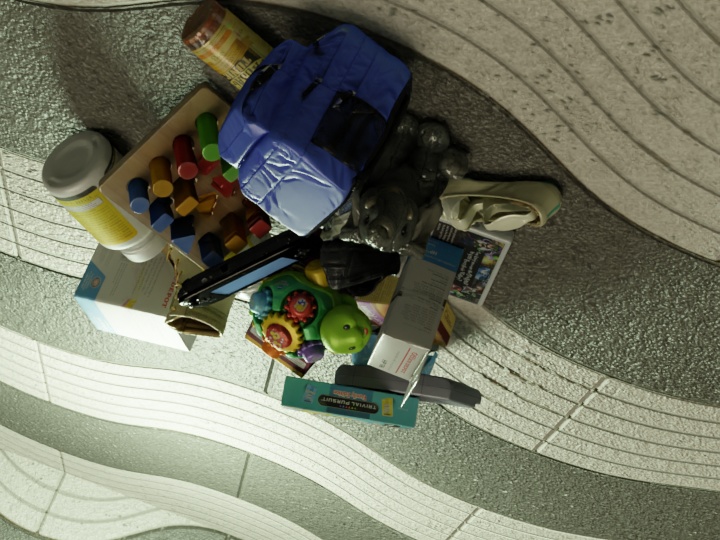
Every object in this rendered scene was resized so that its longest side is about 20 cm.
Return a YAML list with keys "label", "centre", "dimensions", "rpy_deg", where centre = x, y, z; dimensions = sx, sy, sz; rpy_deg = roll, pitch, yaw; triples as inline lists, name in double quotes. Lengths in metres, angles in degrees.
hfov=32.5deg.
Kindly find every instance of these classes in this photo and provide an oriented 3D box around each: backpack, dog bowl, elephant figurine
- label: "backpack"
  centre: [-0.043, -0.172, 1.336]
  dimensions: [0.168, 0.200, 0.162]
  rpy_deg: [39, 152, -14]
- label: "dog bowl"
  centre: [0.051, 0.139, 1.939]
  dimensions: [0.111, 0.050, 0.200]
  rpy_deg: [6, 171, 21]
- label: "elephant figurine"
  centre: [0.034, -0.074, 1.456]
  dimensions: [0.141, 0.200, 0.155]
  rpy_deg: [-3, 145, 37]

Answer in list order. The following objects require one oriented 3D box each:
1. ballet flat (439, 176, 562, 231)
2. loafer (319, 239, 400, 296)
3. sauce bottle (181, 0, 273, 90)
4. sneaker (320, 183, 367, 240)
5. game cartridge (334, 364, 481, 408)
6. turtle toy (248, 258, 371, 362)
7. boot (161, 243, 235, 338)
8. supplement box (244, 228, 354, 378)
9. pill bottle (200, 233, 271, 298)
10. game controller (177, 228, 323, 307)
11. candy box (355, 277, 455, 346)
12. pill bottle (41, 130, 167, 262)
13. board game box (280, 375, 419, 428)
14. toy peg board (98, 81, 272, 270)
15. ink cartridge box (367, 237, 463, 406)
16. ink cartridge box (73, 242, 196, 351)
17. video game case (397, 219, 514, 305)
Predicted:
- label: "ballet flat"
  centre: [0.148, -0.079, 1.519]
  dimensions: [0.200, 0.070, 0.069]
  rpy_deg: [2, 148, 33]
- label: "loafer"
  centre: [0.000, 0.000, 1.643]
  dimensions: [0.068, 0.071, 0.200]
  rpy_deg: [-1, 177, 23]
- label: "sauce bottle"
  centre: [-0.114, -0.229, 1.425]
  dimensions: [0.200, 0.066, 0.066]
  rpy_deg: [35, 150, -28]
- label: "sneaker"
  centre: [-0.011, -0.080, 1.632]
  dimensions: [0.077, 0.085, 0.200]
  rpy_deg: [-1, 177, -10]
- label: "game cartridge"
  centre: [0.068, 0.174, 1.871]
  dimensions: [0.200, 0.041, 0.133]
  rpy_deg: [5, 173, 30]
- label: "turtle toy"
  centre: [-0.071, 0.066, 1.678]
  dimensions: [0.199, 0.101, 0.146]
  rpy_deg: [3, 123, 29]
- label: "boot"
  centre: [-0.276, 0.010, 1.879]
  dimensions: [0.200, 0.156, 0.073]
  rpy_deg: [21, 153, 0]
- label: "supplement box"
  centre: [-0.077, 0.046, 1.795]
  dimensions: [0.110, 0.086, 0.200]
  rpy_deg: [34, 133, 5]
- label: "pill bottle"
  centre: [-0.192, -0.045, 1.767]
  dimensions: [0.112, 0.112, 0.200]
  rpy_deg: [5, 149, 28]
- label: "game controller"
  centre: [-0.142, 0.000, 1.621]
  dimensions: [0.200, 0.042, 0.104]
  rpy_deg: [-25, 161, 14]
- label: "candy box"
  centre: [0.031, 0.054, 1.861]
  dimensions: [0.200, 0.057, 0.117]
  rpy_deg: [7, 151, 28]
- label: "pill bottle"
  centre: [-0.360, -0.100, 1.784]
  dimensions: [0.111, 0.112, 0.200]
  rpy_deg: [3, 148, 31]
- label: "board game box"
  centre: [-0.018, 0.202, 1.873]
  dimensions: [0.199, 0.047, 0.151]
  rpy_deg: [10, 172, 0]
- label: "toy peg board"
  centre: [-0.194, -0.095, 1.577]
  dimensions: [0.199, 0.098, 0.200]
  rpy_deg: [-41, 124, 15]
- label: "ink cartridge box"
  centre: [0.067, 0.067, 1.646]
  dimensions: [0.068, 0.200, 0.116]
  rpy_deg: [21, 153, 0]
- label: "ink cartridge box"
  centre: [-0.334, 0.037, 2.002]
  dimensions: [0.199, 0.129, 0.125]
  rpy_deg: [13, 153, 16]
- label: "video game case"
  centre: [0.103, -0.030, 1.691]
  dimensions: [0.181, 0.023, 0.200]
  rpy_deg: [20, 153, 3]
